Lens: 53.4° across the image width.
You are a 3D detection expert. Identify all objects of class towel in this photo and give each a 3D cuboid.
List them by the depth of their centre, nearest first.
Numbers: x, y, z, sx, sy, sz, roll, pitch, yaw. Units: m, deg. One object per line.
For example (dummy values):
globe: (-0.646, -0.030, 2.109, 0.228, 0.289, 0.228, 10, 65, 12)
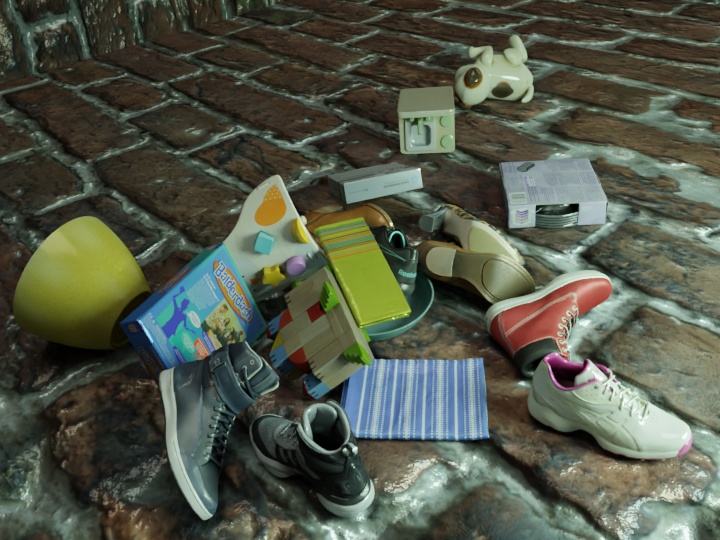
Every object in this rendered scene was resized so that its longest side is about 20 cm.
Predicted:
towel: (0.070, 0.167, 0.955, 0.194, 0.024, 0.146, -1, 34, 8)
towel: (0.000, 0.000, 1.065, 0.084, 0.018, 0.202, -13, 50, -17)

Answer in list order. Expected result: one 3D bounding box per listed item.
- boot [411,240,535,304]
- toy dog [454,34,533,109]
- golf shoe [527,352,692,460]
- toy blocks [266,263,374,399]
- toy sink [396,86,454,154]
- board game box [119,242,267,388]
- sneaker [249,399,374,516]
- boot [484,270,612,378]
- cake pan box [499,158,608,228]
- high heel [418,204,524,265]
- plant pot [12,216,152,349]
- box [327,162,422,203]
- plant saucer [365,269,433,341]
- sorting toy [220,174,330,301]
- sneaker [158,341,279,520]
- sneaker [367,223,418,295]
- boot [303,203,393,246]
boot: (0.172, 0.002, 1.157, 0.195, 0.079, 0.155, 12, 3, -8)
toy dog: (0.328, -0.482, 1.833, 0.195, 0.140, 0.198, -17, 70, -19)
golf shoe: (0.297, 0.162, 0.860, 0.196, 0.094, 0.075, 14, 35, 26)
toy blocks: (-0.070, 0.096, 1.009, 0.135, 0.100, 0.202, -35, 46, 8)
toy sink: (0.152, -0.337, 1.636, 0.126, 0.115, 0.201, -2, 28, 6)
board game box: (-0.229, 0.078, 1.021, 0.044, 0.155, 0.200, -11, 25, 35)
sneaker: (-0.064, 0.196, 0.848, 0.197, 0.116, 0.075, 23, 42, 38)
boot: (0.292, 0.081, 1.008, 0.195, 0.074, 0.145, -21, 35, -7)
cake pan box: (0.363, -0.150, 1.367, 0.179, 0.053, 0.202, -5, 32, 7)
high heel: (0.211, -0.064, 1.263, 0.197, 0.073, 0.142, 26, 20, 21)
plant pot: (-0.408, 0.041, 1.108, 0.140, 0.203, 0.201, 30, 42, 9)
box: (0.024, -0.177, 1.422, 0.152, 0.042, 0.200, -13, 15, -9)
plant saucer: (0.019, 0.053, 1.128, 0.194, 0.037, 0.202, -4, 33, 3)
sorting toy: (-0.147, -0.014, 1.132, 0.177, 0.201, 0.108, -29, 48, 7)
sneaker: (-0.161, 0.181, 0.867, 0.143, 0.078, 0.205, -22, 55, 0)
sneaker: (0.041, -0.040, 1.148, 0.074, 0.081, 0.200, 2, 28, -30)
boot: (-0.048, -0.059, 1.282, 0.197, 0.075, 0.154, 9, 33, 44)
